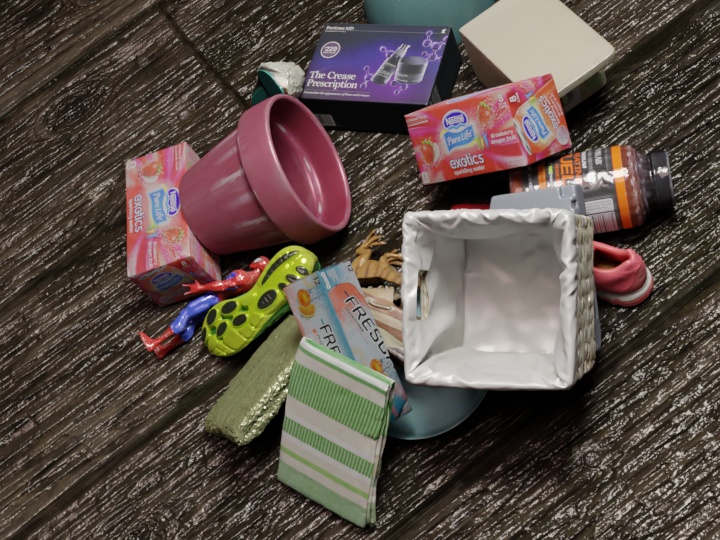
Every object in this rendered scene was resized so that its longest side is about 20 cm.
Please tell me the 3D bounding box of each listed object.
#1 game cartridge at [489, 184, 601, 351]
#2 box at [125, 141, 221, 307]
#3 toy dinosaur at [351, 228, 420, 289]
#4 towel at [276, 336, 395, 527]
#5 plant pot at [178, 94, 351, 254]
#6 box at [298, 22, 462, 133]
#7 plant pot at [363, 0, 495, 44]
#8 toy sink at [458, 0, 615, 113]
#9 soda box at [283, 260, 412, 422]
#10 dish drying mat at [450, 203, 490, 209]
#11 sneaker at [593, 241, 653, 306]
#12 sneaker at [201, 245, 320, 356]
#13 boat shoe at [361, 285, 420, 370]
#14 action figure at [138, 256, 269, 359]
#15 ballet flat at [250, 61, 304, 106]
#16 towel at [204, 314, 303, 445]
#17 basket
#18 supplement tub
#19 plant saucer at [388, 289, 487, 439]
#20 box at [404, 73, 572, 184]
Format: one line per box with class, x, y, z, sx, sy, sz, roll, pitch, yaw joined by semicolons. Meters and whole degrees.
game cartridge;0.218;0.002;1.555;0.133;0.040;0.201;-6;92;34
box;-0.262;-0.065;1.795;0.102;0.095;0.201;-17;56;15
toy dinosaur;0.000;0.000;1.679;0.199;0.061;0.106;-7;31;40
towel;-0.030;0.193;1.524;0.152;0.201;0.023;24;28;32
plant pot;-0.139;-0.113;1.738;0.178;0.200;0.201;-23;54;23
box;0.029;-0.276;1.836;0.199;0.079;0.142;6;60;22
plant pot;0.088;-0.436;1.874;0.199;0.135;0.201;-9;58;14
toy sink;0.249;-0.277;1.737;0.130;0.112;0.200;-36;50;-4
soda box;-0.016;0.094;1.537;0.068;0.063;0.201;-24;88;40
dish drying mat;0.131;0.002;1.667;0.076;0.018;0.201;3;63;24
sneaker;0.261;-0.013;1.588;0.199;0.087;0.074;5;61;22
sneaker;-0.127;0.049;1.700;0.200;0.084;0.074;-39;68;16
boat shoe;0.024;0.056;1.600;0.200;0.076;0.072;35;80;24
action figure;-0.205;0.043;1.733;0.200;0.065;0.052;-32;62;0
ballet flat;-0.114;-0.267;1.822;0.071;0.200;0.072;1;88;-14
towel;-0.112;0.134;1.622;0.200;0.036;0.148;-51;19;-15
basket;0.165;0.027;1.458;0.199;0.161;0.199;0;94;24
supplement tub;0.293;-0.099;1.618;0.199;0.107;0.107;-9;58;14
plant saucer;0.077;0.118;1.600;0.199;0.027;0.201;-10;62;20
box;0.161;-0.180;1.649;0.095;0.100;0.200;-23;10;-36
